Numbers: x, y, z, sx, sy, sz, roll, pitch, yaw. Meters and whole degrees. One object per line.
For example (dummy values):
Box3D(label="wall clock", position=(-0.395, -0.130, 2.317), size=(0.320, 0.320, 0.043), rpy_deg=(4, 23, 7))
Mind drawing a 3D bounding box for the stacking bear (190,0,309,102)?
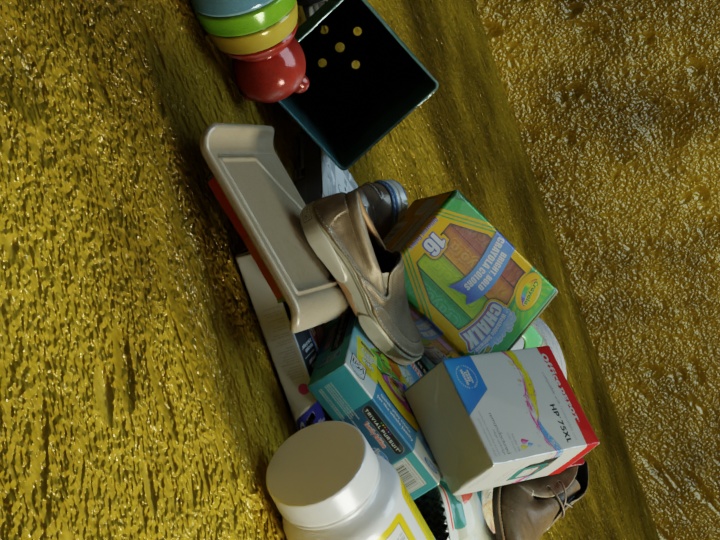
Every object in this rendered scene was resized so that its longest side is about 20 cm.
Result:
Box3D(label="stacking bear", position=(-0.110, -0.260, 1.596), size=(0.114, 0.121, 0.200), rpy_deg=(-92, 167, -51))

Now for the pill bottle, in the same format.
Box3D(label="pill bottle", position=(-0.001, 0.233, 1.410), size=(0.114, 0.114, 0.200), rpy_deg=(-89, 157, -50))

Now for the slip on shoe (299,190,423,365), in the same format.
Box3D(label="slip on shoe", position=(0.017, 0.007, 1.534), size=(0.200, 0.060, 0.076), rpy_deg=(57, 17, -22))

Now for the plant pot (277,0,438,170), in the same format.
Box3D(label="plant pot", position=(-0.017, -0.231, 1.779), size=(0.141, 0.141, 0.200), rpy_deg=(46, 11, -15))

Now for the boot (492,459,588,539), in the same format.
Box3D(label="boot", position=(0.181, 0.228, 1.596), size=(0.200, 0.075, 0.074), rpy_deg=(-58, 134, -59))

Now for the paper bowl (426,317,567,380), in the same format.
Box3D(label="paper bowl", position=(0.136, 0.129, 1.863), size=(0.104, 0.200, 0.201), rpy_deg=(7, 67, -72))

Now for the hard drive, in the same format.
Box3D(label="hard drive", position=(-0.020, -0.055, 1.824), size=(0.140, 0.038, 0.200), rpy_deg=(-94, 160, -44))

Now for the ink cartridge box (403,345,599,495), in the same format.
Box3D(label="ink cartridge box", position=(0.152, 0.142, 1.553), size=(0.200, 0.067, 0.116), rpy_deg=(-5, 61, -44))

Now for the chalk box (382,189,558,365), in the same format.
Box3D(label="chalk box", position=(0.111, 0.031, 1.661), size=(0.200, 0.125, 0.124), rpy_deg=(43, -14, -11))

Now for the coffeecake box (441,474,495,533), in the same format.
Box3D(label="coffeecake box", position=(0.083, 0.274, 1.633), size=(0.153, 0.073, 0.201), rpy_deg=(-33, 107, -45))

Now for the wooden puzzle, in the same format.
Box3D(label="wooden puzzle", position=(-0.079, -0.040, 1.484), size=(0.201, 0.037, 0.185), rpy_deg=(65, 16, 3))

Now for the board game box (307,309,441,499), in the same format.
Box3D(label="board game box", position=(0.023, 0.116, 1.558), size=(0.151, 0.047, 0.200), rpy_deg=(53, 18, -15))

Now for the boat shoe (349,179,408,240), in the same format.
Box3D(label="boat shoe", position=(0.000, 0.000, 1.737), size=(0.072, 0.072, 0.201), rpy_deg=(-6, 105, -36))

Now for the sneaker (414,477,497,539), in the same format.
Box3D(label="sneaker", position=(0.108, 0.295, 1.551), size=(0.093, 0.070, 0.201), rpy_deg=(-9, 88, -39))

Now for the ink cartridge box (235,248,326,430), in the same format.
Box3D(label="ink cartridge box", position=(-0.063, 0.066, 1.533), size=(0.095, 0.037, 0.201), rpy_deg=(-48, 122, -74))

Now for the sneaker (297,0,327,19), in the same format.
Box3D(label="sneaker", position=(-0.049, -0.391, 1.993), size=(0.146, 0.077, 0.202), rpy_deg=(57, 28, -15))
